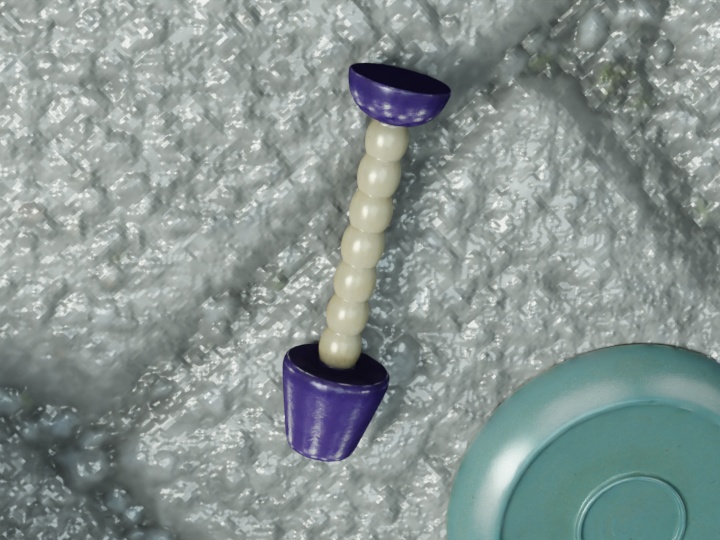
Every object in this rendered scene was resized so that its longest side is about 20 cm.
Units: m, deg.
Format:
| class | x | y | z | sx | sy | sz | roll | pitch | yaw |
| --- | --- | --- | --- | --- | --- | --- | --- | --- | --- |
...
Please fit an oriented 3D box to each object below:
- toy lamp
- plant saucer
| class | x | y | z | sx | sy | sz | roll | pitch | yaw |
| --- | --- | --- | --- | --- | --- | --- | --- | --- | --- |
| toy lamp | 0.000 | 0.000 | 0.861 | 0.058 | 0.058 | 0.200 | 9 | 110 | -15 |
| plant saucer | 0.148 | 0.138 | 0.962 | 0.200 | 0.027 | 0.201 | -4 | 112 | -10 |
